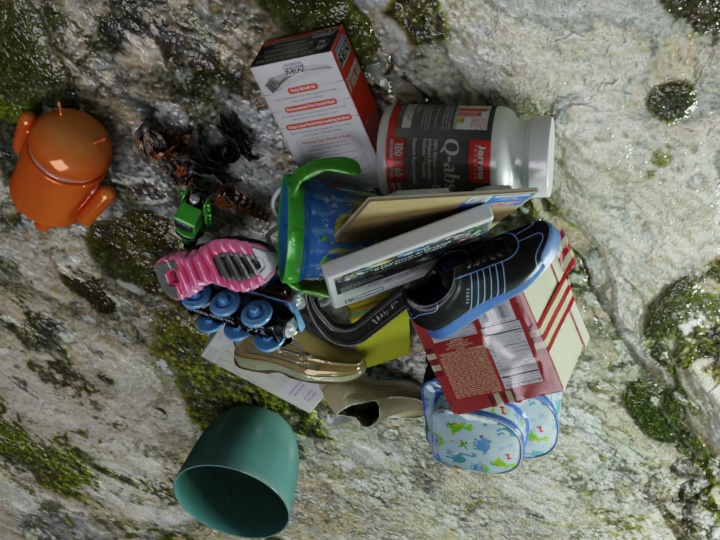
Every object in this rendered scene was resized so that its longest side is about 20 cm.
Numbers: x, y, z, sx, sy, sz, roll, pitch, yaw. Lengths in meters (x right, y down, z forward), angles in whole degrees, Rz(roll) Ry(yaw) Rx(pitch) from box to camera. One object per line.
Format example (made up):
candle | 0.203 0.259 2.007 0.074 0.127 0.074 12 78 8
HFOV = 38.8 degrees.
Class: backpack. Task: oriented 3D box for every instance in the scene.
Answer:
backpack | 0.193 0.208 1.504 0.199 0.147 0.183 3 136 10

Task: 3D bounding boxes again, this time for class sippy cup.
sippy cup | -0.033 -0.051 1.271 0.130 0.140 0.178 1 165 -9

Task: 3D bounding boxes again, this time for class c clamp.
c clamp | 0.000 0.000 1.365 0.200 0.027 0.171 -44 109 8

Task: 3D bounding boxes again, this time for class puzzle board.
puzzle board | 0.083 -0.067 1.169 0.200 0.017 0.151 -5 167 -18

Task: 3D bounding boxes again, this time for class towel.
towel | 0.027 0.075 1.471 0.086 0.018 0.200 -16 144 -6

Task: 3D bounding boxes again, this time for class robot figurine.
robot figurine | -0.405 -0.138 1.391 0.116 0.144 0.200 3 144 -32

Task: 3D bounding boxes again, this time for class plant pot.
plant pot | -0.194 0.328 1.728 0.200 0.161 0.201 9 133 9

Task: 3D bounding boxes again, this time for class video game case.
video game case | 0.054 -0.014 1.212 0.200 0.023 0.182 -20 168 -3

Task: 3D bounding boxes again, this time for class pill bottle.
pill bottle | 0.127 -0.139 1.219 0.200 0.116 0.116 3 133 15

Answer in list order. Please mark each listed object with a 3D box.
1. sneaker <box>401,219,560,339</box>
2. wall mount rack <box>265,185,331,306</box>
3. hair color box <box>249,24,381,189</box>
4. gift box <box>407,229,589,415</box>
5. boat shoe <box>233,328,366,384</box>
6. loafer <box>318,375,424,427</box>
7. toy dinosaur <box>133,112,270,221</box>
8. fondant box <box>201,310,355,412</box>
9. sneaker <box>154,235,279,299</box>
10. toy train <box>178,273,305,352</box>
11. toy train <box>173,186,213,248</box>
sneaker | 0.140 -0.001 1.197 0.200 0.070 0.078 -39 129 6
wall mount rack | -0.024 -0.047 1.390 0.174 0.075 0.200 -36 120 3
hair color box | -0.041 -0.192 1.260 0.111 0.064 0.200 -6 132 24
gift box | 0.188 0.051 1.336 0.184 0.187 0.200 -12 105 27
boat shoe | -0.089 0.114 1.491 0.199 0.072 0.076 5 113 6
loafer | 0.025 0.207 1.576 0.200 0.068 0.076 14 141 -30
toy dinosaur | -0.203 -0.138 1.364 0.200 0.102 0.136 18 153 -25
fondant box | -0.127 0.122 1.587 0.200 0.058 0.144 28 133 -11
sneaker | -0.183 -0.016 1.390 0.200 0.095 0.079 -6 107 33
toy train | -0.164 0.039 1.454 0.200 0.114 0.087 14 147 29
toy train | -0.226 -0.066 1.378 0.042 0.056 0.200 24 170 -4
